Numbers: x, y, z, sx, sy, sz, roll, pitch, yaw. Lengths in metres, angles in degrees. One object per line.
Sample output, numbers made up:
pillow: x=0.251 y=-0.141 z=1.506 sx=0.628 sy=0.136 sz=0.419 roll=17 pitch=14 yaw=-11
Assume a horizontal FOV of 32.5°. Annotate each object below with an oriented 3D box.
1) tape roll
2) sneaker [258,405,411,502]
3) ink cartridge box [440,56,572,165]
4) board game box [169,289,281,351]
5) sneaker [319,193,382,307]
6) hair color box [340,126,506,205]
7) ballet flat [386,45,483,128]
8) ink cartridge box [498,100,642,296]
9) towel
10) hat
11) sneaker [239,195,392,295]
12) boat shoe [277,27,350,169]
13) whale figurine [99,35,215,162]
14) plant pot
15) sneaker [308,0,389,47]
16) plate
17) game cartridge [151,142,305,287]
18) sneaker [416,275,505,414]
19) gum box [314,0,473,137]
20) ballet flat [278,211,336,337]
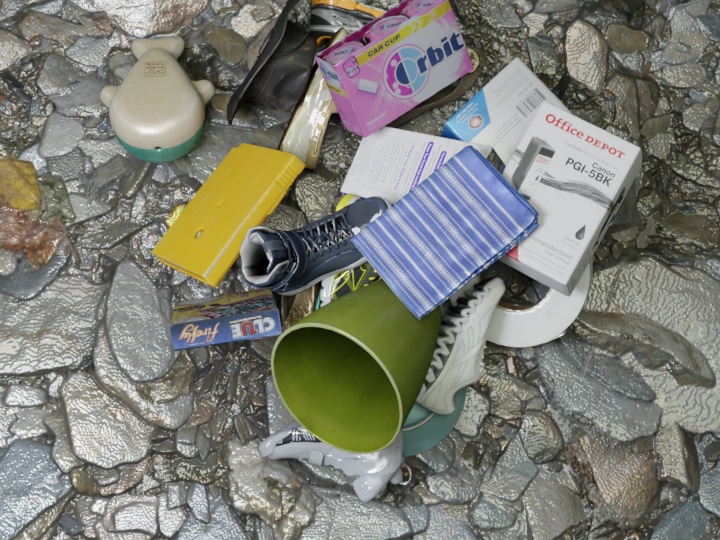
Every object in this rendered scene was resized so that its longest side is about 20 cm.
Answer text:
tape roll: x=0.213 y=0.002 z=1.660 sx=0.201 sy=0.037 sz=0.205 roll=3 pitch=99 yaw=17
sneaker: x=-0.030 y=0.248 z=1.616 sx=0.198 sy=0.075 sz=0.116 roll=-15 pitch=90 yaw=7
ink cartridge box: x=0.230 y=-0.169 z=1.717 sx=0.144 sy=0.084 sz=0.200 roll=-42 pitch=84 yaw=-10
board game box: x=-0.173 y=0.060 z=1.585 sx=0.134 sy=0.200 sz=0.035 roll=-9 pitch=97 yaw=-5
sneaker: x=0.000 y=0.000 z=1.644 sx=0.084 sy=0.074 sz=0.202 roll=6 pitch=95 yaw=26
hair color box: x=0.084 y=-0.123 z=1.665 sx=0.199 sy=0.065 sz=0.110 roll=15 pitch=75 yaw=34
ballet flat: x=0.092 y=-0.259 z=1.748 sx=0.199 sy=0.046 sz=0.068 roll=-31 pitch=82 yaw=-9
ink cartridge box: x=0.250 y=-0.092 z=1.574 sx=0.146 sy=0.083 sz=0.201 roll=28 pitch=86 yaw=17
towel: x=0.106 y=-0.051 z=1.532 sx=0.199 sy=0.024 sz=0.145 roll=-39 pitch=68 yaw=-5
hat: x=-0.107 y=-0.273 z=1.679 sx=0.080 sy=0.200 sz=0.202 roll=29 pitch=77 yaw=-14
sneaker: x=-0.060 y=-0.036 z=1.563 sx=0.201 sy=0.146 sz=0.077 roll=-33 pitch=71 yaw=15
boat shoe: x=-0.049 y=-0.236 z=1.714 sx=0.066 sy=0.074 sz=0.201 roll=24 pitch=99 yaw=-10
whale figurine: x=-0.278 y=-0.235 z=1.706 sx=0.157 sy=0.104 sz=0.201 roll=-5 pitch=54 yaw=-4
plant pot: x=0.018 y=0.094 z=1.555 sx=0.187 sy=0.188 sz=0.200 roll=40 pitch=45 yaw=5
sneaker: x=0.018 y=-0.333 z=1.751 sx=0.198 sy=0.078 sz=0.078 roll=17 pitch=93 yaw=2
plate: x=0.048 y=0.150 z=1.670 sx=0.198 sy=0.026 sz=0.202 roll=1 pitch=77 yaw=-3
game cartridge: x=-0.177 y=-0.079 z=1.638 sx=0.032 sy=0.176 sz=0.201 roll=44 pitch=77 yaw=-31
sneaker: x=0.137 y=0.099 z=1.637 sx=0.081 sy=0.075 sz=0.201 roll=34 pitch=92 yaw=-6
gum box: x=0.052 y=-0.284 z=1.668 sx=0.199 sy=0.066 sz=0.114 roll=-34 pitch=122 yaw=-14
ballet flat: x=-0.071 y=0.010 z=1.673 sx=0.065 sy=0.071 sz=0.202 roll=8 pitch=73 yaw=16
